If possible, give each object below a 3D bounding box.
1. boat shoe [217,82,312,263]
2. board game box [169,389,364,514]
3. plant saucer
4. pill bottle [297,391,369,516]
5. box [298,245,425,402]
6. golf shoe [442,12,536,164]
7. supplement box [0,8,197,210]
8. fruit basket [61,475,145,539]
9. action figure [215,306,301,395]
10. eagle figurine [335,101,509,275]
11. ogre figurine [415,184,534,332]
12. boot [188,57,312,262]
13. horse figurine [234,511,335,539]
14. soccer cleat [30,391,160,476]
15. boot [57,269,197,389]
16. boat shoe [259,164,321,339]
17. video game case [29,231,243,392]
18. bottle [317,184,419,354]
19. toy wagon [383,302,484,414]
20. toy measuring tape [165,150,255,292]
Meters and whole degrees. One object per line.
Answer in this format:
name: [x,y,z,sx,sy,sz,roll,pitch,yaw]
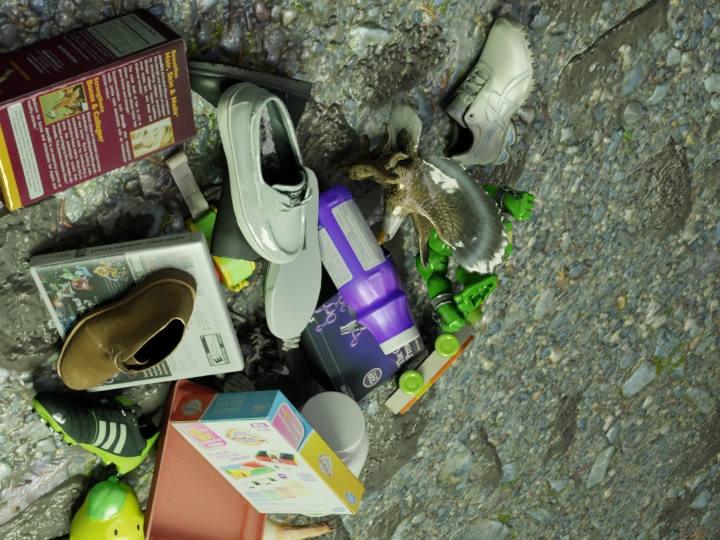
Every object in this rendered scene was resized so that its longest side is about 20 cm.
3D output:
boat shoe: [-0.087,-0.089,1.218,0.070,0.071,0.201,-34,125,-31]
board game box: [-0.109,0.220,1.450,0.200,0.153,0.040,54,44,-36]
plant saucer: [-0.186,0.253,1.500,0.200,0.037,0.200,29,64,-47]
pill bottle: [-0.049,0.234,1.570,0.111,0.111,0.200,-28,158,-23]
box: [-0.011,0.063,1.548,0.141,0.079,0.200,-36,139,-12]
golf shoe: [0.152,-0.213,1.483,0.097,0.078,0.200,-14,128,-27]
supplement box: [-0.262,-0.153,1.137,0.200,0.086,0.111,-26,135,-25]
fruit basket: [-0.298,0.356,1.475,0.215,0.156,0.216,-26,152,-15]
action figure: [-0.135,0.096,1.441,0.119,0.102,0.200,-56,138,-3]
eagle figurine: [0.069,-0.083,1.450,0.200,0.152,0.151,29,124,-33]
ogre figurine: [0.135,-0.031,1.572,0.098,0.120,0.200,-8,124,-33]
boot: [-0.132,-0.110,1.266,0.165,0.066,0.200,6,102,-42]
horse figurine: [-0.148,0.345,1.614,0.132,0.050,0.200,-22,144,38]
soccer cleat: [-0.299,0.168,1.380,0.081,0.067,0.200,-51,148,-8]
boot: [-0.249,0.079,1.264,0.200,0.076,0.074,-36,128,28]
boat shoe: [-0.085,-0.024,1.379,0.069,0.057,0.200,-4,104,-40]
video game case: [-0.234,0.048,1.302,0.181,0.023,0.200,-9,134,3]
bottle: [0.000,0.000,1.415,0.065,0.200,0.084,-29,177,-16]
toy wagon: [0.107,0.115,1.660,0.200,0.040,0.155,-46,177,-4]
toy measuring tape: [-0.158,-0.042,1.333,0.074,0.074,0.200,-35,139,-16]
